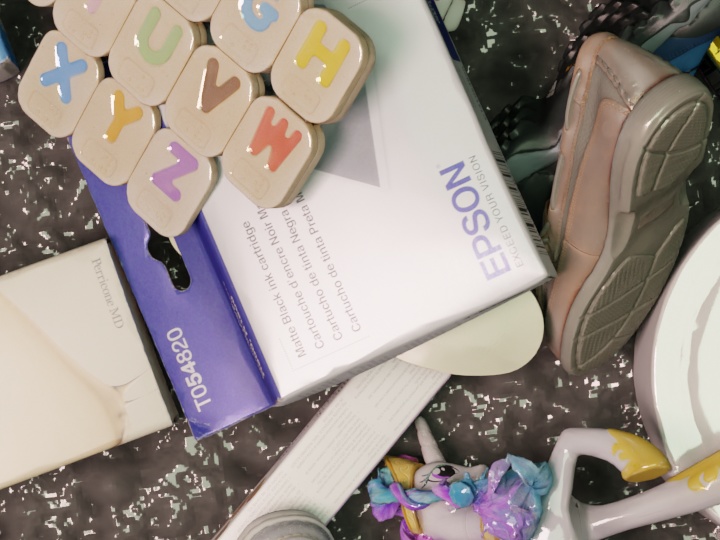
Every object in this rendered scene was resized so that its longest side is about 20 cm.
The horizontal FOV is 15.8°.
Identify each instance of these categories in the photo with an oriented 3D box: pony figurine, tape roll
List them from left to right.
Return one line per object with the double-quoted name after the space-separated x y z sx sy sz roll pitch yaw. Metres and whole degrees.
0.085 0.164 1.273 0.199 0.166 0.194 -4 72 33 "pony figurine"
0.241 0.051 1.321 0.202 0.071 0.203 0 90 -2 "tape roll"

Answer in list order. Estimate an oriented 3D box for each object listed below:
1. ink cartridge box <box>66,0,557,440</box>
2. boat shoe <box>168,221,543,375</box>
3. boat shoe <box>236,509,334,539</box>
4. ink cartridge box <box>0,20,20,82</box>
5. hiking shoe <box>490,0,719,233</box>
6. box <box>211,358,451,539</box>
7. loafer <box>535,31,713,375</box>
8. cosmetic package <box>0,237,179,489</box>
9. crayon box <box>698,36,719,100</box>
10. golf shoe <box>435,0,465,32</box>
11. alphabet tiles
-0.035 -0.044 1.253 0.200 0.041 0.200 -26 83 11 "ink cartridge box"
0.000 0.000 1.298 0.199 0.063 0.071 18 90 11 "boat shoe"
-0.029 0.221 1.296 0.074 0.065 0.203 -4 101 -26 "boat shoe"
-0.275 -0.168 1.299 0.144 0.084 0.201 -21 91 -2 "ink cartridge box"
0.136 -0.080 1.299 0.087 0.074 0.200 37 123 -14 "hiking shoe"
-0.032 0.116 1.328 0.041 0.039 0.200 39 89 -3 "box"
0.119 -0.033 1.254 0.072 0.200 0.063 -29 60 -30 "loafer"
-0.202 0.064 1.307 0.199 0.073 0.104 -21 90 -1 "cosmetic package"
0.226 -0.182 1.325 0.172 0.058 0.200 -35 90 -1 "crayon box"
0.004 -0.143 1.317 0.092 0.073 0.201 -13 99 -6 "golf shoe"
-0.086 -0.124 1.226 0.200 0.015 0.196 42 115 20 "alphabet tiles"
